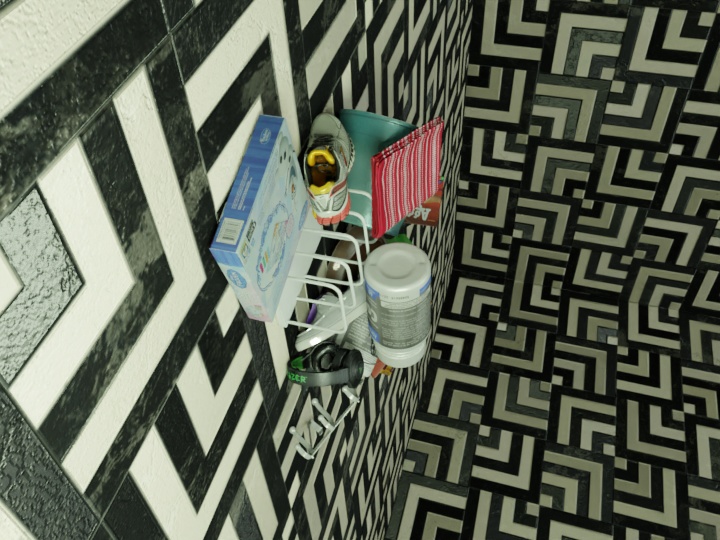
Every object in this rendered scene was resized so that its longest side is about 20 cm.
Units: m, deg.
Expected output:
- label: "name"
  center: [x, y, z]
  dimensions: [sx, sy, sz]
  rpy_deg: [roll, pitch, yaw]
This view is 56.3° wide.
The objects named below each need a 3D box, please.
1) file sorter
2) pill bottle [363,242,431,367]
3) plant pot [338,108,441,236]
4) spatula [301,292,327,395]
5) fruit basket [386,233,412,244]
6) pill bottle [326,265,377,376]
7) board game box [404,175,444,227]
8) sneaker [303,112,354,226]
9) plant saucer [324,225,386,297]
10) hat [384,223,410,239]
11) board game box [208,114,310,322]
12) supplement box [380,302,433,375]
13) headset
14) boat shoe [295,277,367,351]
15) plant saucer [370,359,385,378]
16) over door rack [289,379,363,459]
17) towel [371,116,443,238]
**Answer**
- label: "file sorter"
  center: [-0.056, -0.020, 1.090]
  dimensions: [0.140, 0.121, 0.203]
  rpy_deg: [82, 23, -53]
- label: "pill bottle"
  center: [0.065, 0.064, 1.144]
  dimensions: [0.115, 0.111, 0.203]
  rpy_deg: [-67, 160, -44]
- label: "plant pot"
  center: [0.031, -0.170, 1.231]
  dimensions: [0.200, 0.195, 0.193]
  rpy_deg: [0, 105, -77]
- label: "spatula"
  center: [-0.093, 0.142, 1.273]
  dimensions: [0.056, 0.020, 0.206]
  rpy_deg: [-23, 122, -68]
- label: "fruit basket"
  center: [0.074, 0.040, 1.670]
  dimensions: [0.216, 0.151, 0.222]
  rpy_deg: [174, -90, -86]
- label: "pill bottle"
  center: [0.008, 0.094, 1.328]
  dimensions: [0.204, 0.111, 0.113]
  rpy_deg: [-65, 165, -8]
- label: "board game box"
  center: [0.070, -0.154, 1.386]
  dimensions: [0.019, 0.194, 0.106]
  rpy_deg: [-107, -156, -78]
- label: "sneaker"
  center: [-0.049, -0.173, 1.039]
  dimensions: [0.083, 0.076, 0.204]
  rpy_deg: [71, 11, -54]
- label: "plant saucer"
  center: [0.000, 0.000, 1.395]
  dimensions: [0.199, 0.032, 0.205]
  rpy_deg: [-35, 137, -40]
- label: "hat"
  center: [0.085, -0.172, 1.497]
  dimensions: [0.200, 0.080, 0.202]
  rpy_deg: [-44, 157, -24]
- label: "board game box"
  center: [-0.128, -0.064, 0.915]
  dimensions: [0.200, 0.042, 0.204]
  rpy_deg: [77, 26, -61]
- label: "supplement box"
  center: [0.076, 0.131, 1.545]
  dimensions: [0.203, 0.085, 0.110]
  rpy_deg: [-57, 162, -2]
- label: "headset"
  center: [-0.039, 0.152, 1.196]
  dimensions: [0.196, 0.122, 0.097]
  rpy_deg: [-8, 102, -39]
- label: "boat shoe"
  center: [-0.045, 0.070, 1.226]
  dimensions: [0.198, 0.069, 0.072]
  rpy_deg: [-34, -179, -12]
- label: "plant saucer"
  center: [0.048, 0.098, 1.432]
  dimensions: [0.201, 0.036, 0.200]
  rpy_deg: [-54, -157, 7]
- label: "over door rack"
  center: [-0.065, 0.263, 1.283]
  dimensions: [0.148, 0.066, 0.200]
  rpy_deg: [-50, 179, 2]
- label: "towel"
  center: [0.080, -0.155, 1.122]
  dimensions: [0.199, 0.022, 0.148]
  rpy_deg: [-38, 139, -40]
